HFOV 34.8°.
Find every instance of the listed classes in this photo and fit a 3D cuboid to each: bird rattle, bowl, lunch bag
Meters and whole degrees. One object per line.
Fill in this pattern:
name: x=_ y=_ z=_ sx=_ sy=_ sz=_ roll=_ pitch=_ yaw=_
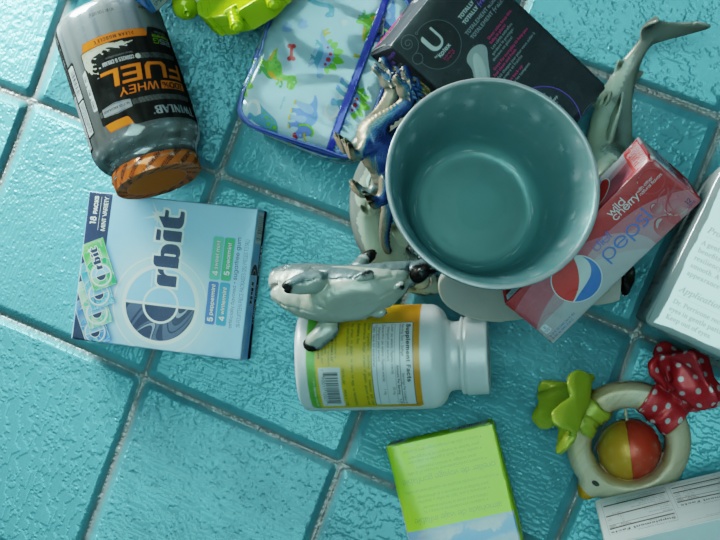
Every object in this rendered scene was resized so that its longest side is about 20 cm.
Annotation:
bird rattle: x=0.285 y=0.161 z=1.211 sx=0.199 sy=0.113 sz=0.164 roll=-8 pitch=100 yaw=-4
bowl: x=0.116 y=-0.071 z=1.093 sx=0.200 sy=0.105 sz=0.201 roll=1 pitch=78 yaw=-6
lunch bag: x=-0.032 y=-0.226 z=1.259 sx=0.160 sy=0.082 sz=0.200 roll=23 pitch=93 yaw=5

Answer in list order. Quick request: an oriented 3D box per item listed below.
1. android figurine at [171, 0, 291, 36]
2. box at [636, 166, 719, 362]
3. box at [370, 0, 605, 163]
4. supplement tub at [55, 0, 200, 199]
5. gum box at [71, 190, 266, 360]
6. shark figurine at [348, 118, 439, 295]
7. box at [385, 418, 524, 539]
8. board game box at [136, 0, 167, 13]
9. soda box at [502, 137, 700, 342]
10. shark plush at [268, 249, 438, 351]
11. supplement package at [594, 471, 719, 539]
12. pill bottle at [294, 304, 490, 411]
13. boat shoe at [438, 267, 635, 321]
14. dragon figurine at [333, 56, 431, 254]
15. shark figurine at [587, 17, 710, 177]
android figurine: x=-0.125 y=-0.329 z=1.239 sx=0.182 sy=0.041 sz=0.200 roll=-26 pitch=48 yaw=15
box: x=0.398 y=0.016 z=1.127 sx=0.199 sy=0.200 sz=0.172 roll=26 pitch=95 yaw=9
box: x=0.129 y=-0.208 z=1.186 sx=0.200 sy=0.106 sz=0.122 roll=40 pitch=88 yaw=-13
supplement tub: x=-0.250 y=-0.188 z=1.260 sx=0.122 sy=0.123 sz=0.200 roll=-22 pitch=80 yaw=8
gum box: x=-0.216 y=0.005 z=1.298 sx=0.199 sy=0.045 sz=0.170 roll=7 pitch=89 yaw=10
shark figurine: x=0.013 y=-0.071 z=1.246 sx=0.128 sy=0.089 sz=0.215 roll=-12 pitch=106 yaw=-15
box: x=0.110 y=0.272 z=1.240 sx=0.122 sy=0.048 sz=0.201 roll=-14 pitch=87 yaw=9
board game box: x=-0.224 y=-0.405 z=1.249 sx=0.196 sy=0.056 sz=0.200 roll=-45 pitch=61 yaw=-9
soda box: x=0.228 y=-0.028 z=1.112 sx=0.070 sy=0.063 sz=0.200 roll=38 pitch=110 yaw=-13
shark plush: x=0.000 y=0.000 z=1.166 sx=0.200 sy=0.083 sz=0.091 roll=-23 pitch=123 yaw=14
supplement package: x=0.338 y=0.325 z=1.153 sx=0.155 sy=0.111 sz=0.201 roll=-15 pitch=99 yaw=8
pill bottle: x=0.037 y=0.092 z=1.224 sx=0.199 sy=0.111 sz=0.111 roll=-2 pitch=88 yaw=8
boat shoe: x=0.181 y=0.000 z=1.211 sx=0.199 sy=0.093 sz=0.075 roll=-2 pitch=114 yaw=4
dragon figurine: x=0.037 y=-0.112 z=1.165 sx=0.099 sy=0.059 sz=0.200 roll=-23 pitch=110 yaw=-10
shark figurine: x=0.289 y=-0.161 z=1.215 sx=0.089 sy=0.128 sz=0.215 roll=23 pitch=79 yaw=-17
